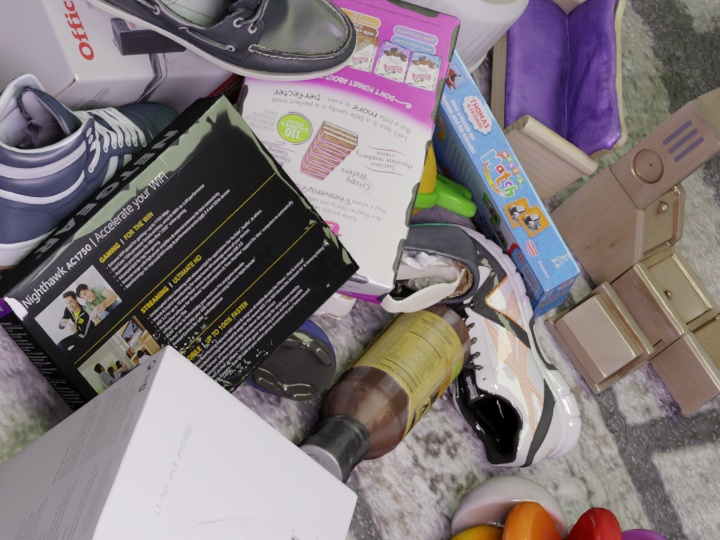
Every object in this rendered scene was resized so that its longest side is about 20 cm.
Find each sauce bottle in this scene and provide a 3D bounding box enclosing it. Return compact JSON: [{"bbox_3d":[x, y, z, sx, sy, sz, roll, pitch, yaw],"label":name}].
[{"bbox_3d":[0.012,0.091,1.731,0.065,0.065,0.200,51,40,-5],"label":"sauce bottle"}]

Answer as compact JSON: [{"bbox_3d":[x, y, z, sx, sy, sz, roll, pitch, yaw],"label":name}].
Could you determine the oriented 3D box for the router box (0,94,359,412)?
[{"bbox_3d":[-0.118,0.008,1.571,0.200,0.051,0.149,-44,107,-19],"label":"router box"}]

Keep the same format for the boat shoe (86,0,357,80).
[{"bbox_3d":[-0.090,-0.183,1.631,0.199,0.066,0.075,23,73,-10],"label":"boat shoe"}]

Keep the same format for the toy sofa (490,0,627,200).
[{"bbox_3d":[0.159,-0.168,2.052,0.083,0.097,0.201,31,45,-28],"label":"toy sofa"}]

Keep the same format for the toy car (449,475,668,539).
[{"bbox_3d":[0.156,0.228,1.710,0.200,0.150,0.176,30,44,-29],"label":"toy car"}]

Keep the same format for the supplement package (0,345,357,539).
[{"bbox_3d":[-0.133,0.178,1.397,0.151,0.200,0.152,40,40,-20],"label":"supplement package"}]

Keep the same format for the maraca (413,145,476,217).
[{"bbox_3d":[0.004,-0.081,1.812,0.200,0.107,0.137,12,24,-49],"label":"maraca"}]

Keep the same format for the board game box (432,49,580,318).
[{"bbox_3d":[0.099,-0.065,1.888,0.201,0.036,0.151,61,-5,8],"label":"board game box"}]

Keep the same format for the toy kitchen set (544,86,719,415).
[{"bbox_3d":[0.257,-0.005,1.965,0.163,0.180,0.200,-25,78,-51],"label":"toy kitchen set"}]

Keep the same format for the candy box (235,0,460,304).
[{"bbox_3d":[-0.022,-0.092,1.693,0.136,0.061,0.201,16,76,-4],"label":"candy box"}]

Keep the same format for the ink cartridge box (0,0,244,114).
[{"bbox_3d":[-0.176,-0.178,1.712,0.199,0.084,0.145,-9,71,-49],"label":"ink cartridge box"}]

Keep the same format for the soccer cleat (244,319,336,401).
[{"bbox_3d":[-0.107,0.028,1.666,0.200,0.065,0.084,29,7,-19],"label":"soccer cleat"}]

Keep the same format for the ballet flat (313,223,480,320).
[{"bbox_3d":[0.000,0.000,1.747,0.199,0.073,0.073,0,62,-29],"label":"ballet flat"}]

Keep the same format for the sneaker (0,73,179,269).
[{"bbox_3d":[-0.176,-0.087,1.597,0.070,0.109,0.200,32,43,21],"label":"sneaker"}]

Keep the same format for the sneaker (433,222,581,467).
[{"bbox_3d":[0.092,0.056,1.834,0.080,0.074,0.201,-21,79,-50],"label":"sneaker"}]

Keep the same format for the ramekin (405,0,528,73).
[{"bbox_3d":[0.053,-0.257,2.006,0.202,0.094,0.203,27,46,-31],"label":"ramekin"}]
